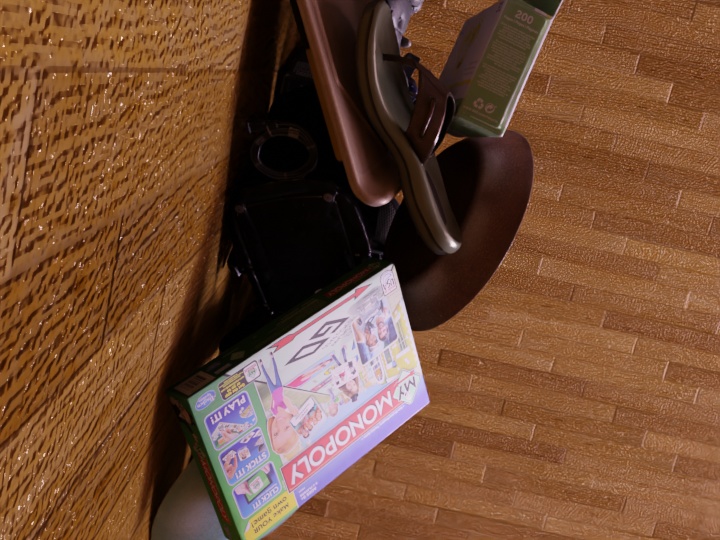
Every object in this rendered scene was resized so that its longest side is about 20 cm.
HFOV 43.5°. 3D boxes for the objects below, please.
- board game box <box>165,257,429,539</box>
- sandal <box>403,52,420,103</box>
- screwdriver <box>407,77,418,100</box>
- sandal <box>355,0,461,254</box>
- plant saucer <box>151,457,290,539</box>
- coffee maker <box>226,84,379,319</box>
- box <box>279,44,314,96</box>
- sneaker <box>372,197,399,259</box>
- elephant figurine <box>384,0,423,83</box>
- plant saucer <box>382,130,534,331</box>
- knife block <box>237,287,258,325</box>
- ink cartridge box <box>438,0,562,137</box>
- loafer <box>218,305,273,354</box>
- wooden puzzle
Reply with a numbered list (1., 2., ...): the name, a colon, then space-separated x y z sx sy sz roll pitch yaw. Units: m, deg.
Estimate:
1. board game box: -0.037 0.095 0.678 0.200 0.029 0.135 -33 120 -33
2. sandal: 0.038 -0.150 1.028 0.076 0.043 0.201 -82 -172 -64
3. screwdriver: 0.051 -0.163 0.862 0.200 0.028 0.029 -106 -160 -68
4. sandal: 0.049 -0.110 0.687 0.201 0.057 0.080 67 24 -19
5. plant saucer: -0.078 0.174 0.741 0.201 0.039 0.201 -38 153 -23
6. coffee maker: -0.032 -0.086 0.787 0.200 0.134 0.192 -80 -178 -51
7. box: -0.032 -0.171 0.987 0.200 0.106 0.123 -81 -174 -65
8. sneaker: 0.000 0.000 0.892 0.200 0.076 0.114 -62 -175 -20
9. elephant figurine: 0.011 -0.277 0.894 0.142 0.155 0.200 -51 -166 12
10. plant saucer: 0.074 -0.044 0.802 0.200 0.037 0.201 -47 -154 32
11. knife block: -0.047 0.059 1.062 0.064 0.175 0.200 -45 -160 31
12. ink cartridge box: 0.124 -0.210 0.759 0.146 0.048 0.200 -133 -114 -79
13. loafer: -0.080 0.082 0.832 0.073 0.071 0.200 -42 -164 -1
14. wooden puzzle: -0.005 -0.163 0.719 0.200 0.037 0.185 69 23 -13
